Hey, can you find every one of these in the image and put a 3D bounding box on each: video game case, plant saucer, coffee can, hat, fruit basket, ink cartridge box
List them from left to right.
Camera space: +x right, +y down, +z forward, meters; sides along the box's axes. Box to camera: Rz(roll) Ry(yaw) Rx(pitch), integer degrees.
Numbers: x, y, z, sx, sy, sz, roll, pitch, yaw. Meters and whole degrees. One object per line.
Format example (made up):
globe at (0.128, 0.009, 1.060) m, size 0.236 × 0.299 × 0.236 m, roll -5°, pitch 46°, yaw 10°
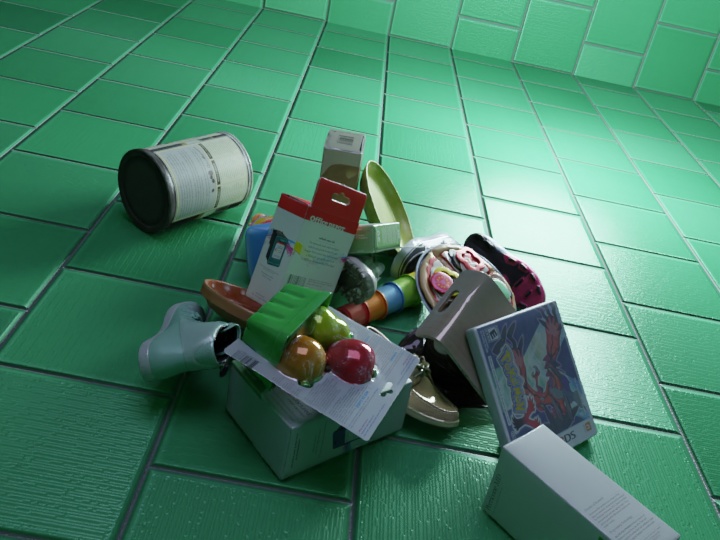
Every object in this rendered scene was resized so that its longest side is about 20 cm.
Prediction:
coffee can at (-0.314, -0.164, 1.400) m, size 0.145 × 0.148 × 0.199 m, roll 30°, pitch 34°, yaw 28°
plant saucer at (-0.140, 0.067, 1.119) m, size 0.198 × 0.033 × 0.200 m, roll 25°, pitch 3°, yaw -2°
ink cartridge box at (-0.077, -0.037, 1.136) m, size 0.067 × 0.203 × 0.115 m, roll 25°, pitch 7°, yaw 39°
ink cartridge box at (-0.054, 0.164, 1.006) m, size 0.198 × 0.089 × 0.145 m, roll -11°, pitch 37°, yaw -38°
fruit basket at (-0.044, 0.110, 0.950) m, size 0.199 × 0.094 × 0.185 m, roll 33°, pitch 33°, yaw 7°
ink cartridge box at (0.003, -0.053, 1.279) m, size 0.144 × 0.049 × 0.199 m, roll -1°, pitch 5°, yaw 28°
plant saucer at (0.046, -0.107, 1.444) m, size 0.031 × 0.201 × 0.201 m, roll -22°, pitch 24°, yaw 18°
hat at (0.153, 0.115, 1.149) m, size 0.197 × 0.082 × 0.202 m, roll 4°, pitch 37°, yaw -3°
video game case at (0.239, 0.157, 1.061) m, size 0.181 × 0.203 × 0.023 m, roll -14°, pitch -6°, yaw -38°

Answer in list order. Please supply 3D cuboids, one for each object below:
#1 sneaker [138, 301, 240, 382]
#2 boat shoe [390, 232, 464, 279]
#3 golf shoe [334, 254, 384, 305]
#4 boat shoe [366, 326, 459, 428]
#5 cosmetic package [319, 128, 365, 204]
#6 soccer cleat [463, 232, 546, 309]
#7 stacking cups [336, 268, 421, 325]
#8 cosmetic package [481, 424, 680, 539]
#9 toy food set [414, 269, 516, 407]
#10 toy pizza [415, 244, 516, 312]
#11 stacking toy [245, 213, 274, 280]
sneaker at (-0.208, 0.090, 1.033) m, size 0.116 × 0.075 × 0.201 m, roll -8°, pitch 16°, yaw 6°
boat shoe at (0.130, -0.019, 1.415) m, size 0.066 × 0.071 × 0.199 m, roll 27°, pitch 25°, yaw 27°
golf shoe at (0.000, 0.000, 1.235) m, size 0.096 × 0.079 × 0.200 m, roll -16°, pitch 13°, yaw -17°
boat shoe at (0.064, 0.148, 1.082) m, size 0.199 × 0.066 × 0.072 m, roll 34°, pitch 15°, yaw 37°
cosmetic package at (-0.041, -0.145, 1.418) m, size 0.070 × 0.202 × 0.106 m, roll 9°, pitch 31°, yaw 0°
soccer cleat at (0.274, 0.002, 1.428) m, size 0.200 × 0.070 × 0.086 m, roll 48°, pitch 10°, yaw 28°
stacking cups at (0.038, 0.050, 1.273) m, size 0.198 × 0.061 × 0.060 m, roll -20°, pitch 42°, yaw -38°
cosmetic package at (0.247, 0.289, 0.890) m, size 0.084 × 0.109 × 0.199 m, roll -16°, pitch 39°, yaw -39°
toy food set at (0.174, 0.118, 1.079) m, size 0.201 × 0.060 × 0.144 m, roll 52°, pitch 53°, yaw -12°
toy pizza at (0.184, 0.032, 1.304) m, size 0.198 × 0.032 × 0.202 m, roll 16°, pitch 48°, yaw -19°
stacking toy at (-0.160, -0.058, 1.345) m, size 0.114 × 0.111 × 0.200 m, roll -10°, pitch 24°, yaw -17°
